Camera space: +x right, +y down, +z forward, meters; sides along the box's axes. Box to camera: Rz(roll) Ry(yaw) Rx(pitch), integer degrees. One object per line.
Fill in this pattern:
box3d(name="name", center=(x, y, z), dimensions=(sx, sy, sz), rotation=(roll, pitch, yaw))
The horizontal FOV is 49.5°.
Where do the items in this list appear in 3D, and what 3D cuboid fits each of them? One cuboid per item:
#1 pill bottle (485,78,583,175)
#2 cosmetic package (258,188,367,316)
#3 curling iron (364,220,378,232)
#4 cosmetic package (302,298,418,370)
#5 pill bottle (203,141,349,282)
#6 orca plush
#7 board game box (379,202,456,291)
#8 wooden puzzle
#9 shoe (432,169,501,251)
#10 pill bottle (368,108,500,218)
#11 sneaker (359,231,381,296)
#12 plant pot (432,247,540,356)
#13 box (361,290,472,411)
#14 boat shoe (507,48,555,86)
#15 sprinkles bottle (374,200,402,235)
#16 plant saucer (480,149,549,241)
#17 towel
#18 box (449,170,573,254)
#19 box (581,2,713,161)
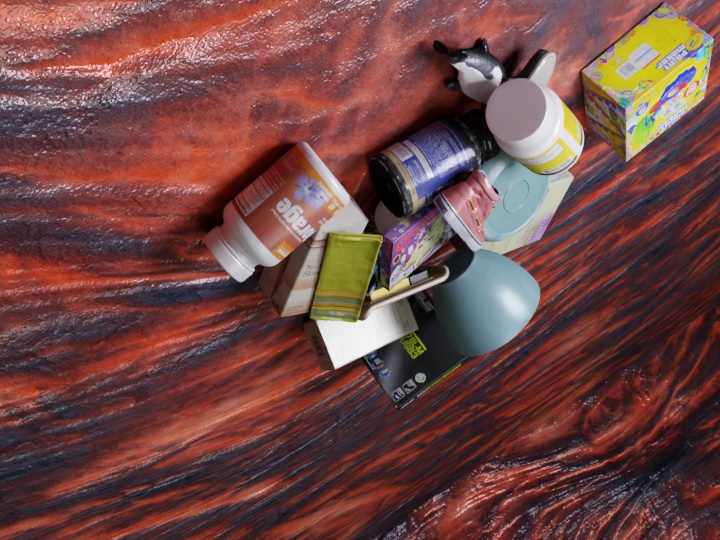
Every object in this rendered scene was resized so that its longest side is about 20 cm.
box3d(name="pill bottle", center=(0.272, -0.223, 1.218), dimensions=(0.114, 0.115, 0.199), rotation=(-47, 155, 16))
box3d(name="cosmetic package", center=(-0.079, -0.029, 1.258), dimensions=(0.103, 0.088, 0.201), rotation=(-11, 141, -37))
box3d(name="curling iron", center=(0.036, -0.041, 1.435), dimensions=(0.049, 0.026, 0.200), rotation=(-38, 152, 7))
box3d(name="cosmetic package", center=(0.001, 0.107, 1.511), dimensions=(0.199, 0.105, 0.073), rotation=(-22, -179, -27))
box3d(name="pill bottle", center=(-0.121, -0.079, 1.113), dimensions=(0.200, 0.112, 0.112), rotation=(-40, 151, 3))
box3d(name="orca plush", center=(0.170, -0.318, 1.186), dimensions=(0.104, 0.072, 0.199), rotation=(-2, 171, 40))
box3d(name="board game box", center=(0.107, -0.064, 1.310), dimensions=(0.200, 0.032, 0.121), rotation=(-40, 146, -30))
box3d(name="wooden puzzle", center=(0.037, 0.031, 1.429), dimensions=(0.199, 0.184, 0.038), rotation=(-26, 104, -28))
box3d(name="shoe", center=(0.190, -0.097, 1.270), dimensions=(0.091, 0.072, 0.200), rotation=(-35, 155, 11))
box3d(name="pill bottle", center=(0.121, -0.177, 1.252), dimensions=(0.199, 0.112, 0.112), rotation=(-30, 150, -14))
box3d(name="sneaker", center=(0.000, 0.000, 1.343), dimensions=(0.078, 0.097, 0.200), rotation=(0, 166, 7))
box3d(name="plant pot", center=(0.211, 0.037, 1.441), dimensions=(0.200, 0.200, 0.135), rotation=(-41, 113, 4))
box3d(name="box", center=(0.097, 0.150, 1.598), dimensions=(0.192, 0.201, 0.048), rotation=(-35, 158, -4))
box3d(name="boat shoe", center=(0.253, -0.287, 1.299), dimensions=(0.074, 0.062, 0.201), rotation=(-18, 148, -36))
box3d(name="sprinkles bottle", center=(0.114, -0.097, 1.404), dimensions=(0.199, 0.068, 0.069), rotation=(-5, 137, -46))
box3d(name="plant saucer", center=(0.269, -0.137, 1.383), dimensions=(0.199, 0.027, 0.202), rotation=(-21, 128, -29))
box3d(name="towel", center=(-0.025, 0.016, 1.241), dimensions=(0.085, 0.018, 0.201), rotation=(1, 138, -14))
box3d(name="box", center=(0.287, -0.127, 1.530), dimensions=(0.198, 0.097, 0.177), rotation=(-19, 146, -30))
box3d(name="box", center=(0.536, -0.350, 1.472), dimensions=(0.199, 0.122, 0.193), rotation=(-39, 152, 2))
